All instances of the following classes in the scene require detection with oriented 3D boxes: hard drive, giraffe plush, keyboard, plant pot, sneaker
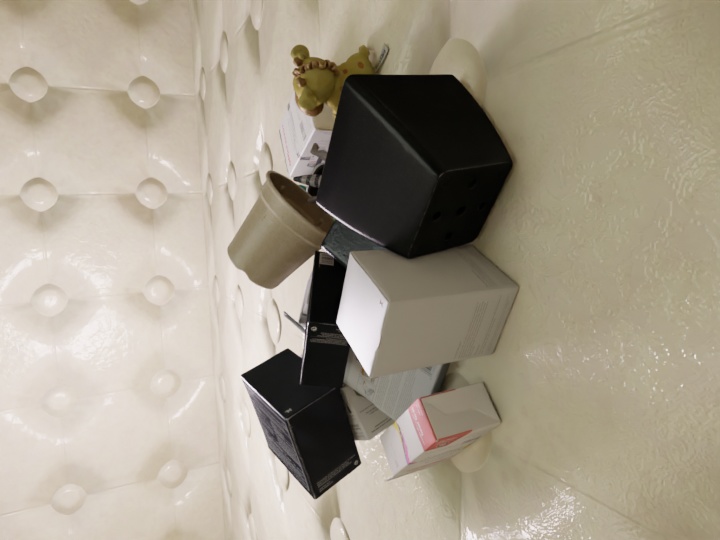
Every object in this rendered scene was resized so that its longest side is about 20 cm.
[{"bbox_3d":[0.036,-0.044,0.849,0.200,0.033,0.140,39,105,30],"label":"hard drive"},{"bbox_3d":[-0.053,-0.331,0.963,0.173,0.161,0.201,61,146,40],"label":"giraffe plush"},{"bbox_3d":[-0.094,0.159,1.150,0.200,0.011,0.056,43,167,-12],"label":"keyboard"},{"bbox_3d":[0.081,-0.132,0.709,0.178,0.199,0.200,51,139,33],"label":"plant pot"},{"bbox_3d":[-0.171,-0.071,1.076,0.184,0.200,0.201,-46,45,14],"label":"plant pot"},{"bbox_3d":[-0.120,-0.183,1.230,0.121,0.083,0.201,49,138,37],"label":"sneaker"}]

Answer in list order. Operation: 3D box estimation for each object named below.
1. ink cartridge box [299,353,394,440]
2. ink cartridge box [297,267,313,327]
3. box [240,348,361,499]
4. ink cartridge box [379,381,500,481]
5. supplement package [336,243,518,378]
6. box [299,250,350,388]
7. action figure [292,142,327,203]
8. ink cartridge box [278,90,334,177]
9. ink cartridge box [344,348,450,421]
[{"bbox_3d":[-0.028,0.229,1.037,0.201,0.084,0.146,61,151,4],"label":"ink cartridge box"},{"bbox_3d":[-0.083,0.046,1.126,0.200,0.066,0.117,121,162,-64],"label":"ink cartridge box"},{"bbox_3d":[-0.116,0.290,1.015,0.199,0.123,0.200,22,134,51],"label":"box"},{"bbox_3d":[0.107,0.250,0.790,0.068,0.116,0.200,68,148,30],"label":"ink cartridge box"},{"bbox_3d":[0.086,0.047,0.704,0.120,0.198,0.122,52,138,47],"label":"supplement package"},{"bbox_3d":[-0.057,0.081,0.909,0.201,0.078,0.142,-92,13,-54],"label":"box"},{"bbox_3d":[-0.026,-0.128,0.963,0.192,0.104,0.202,22,109,30],"label":"action figure"},{"bbox_3d":[-0.113,-0.323,1.181,0.200,0.084,0.147,-41,58,57],"label":"ink cartridge box"},{"bbox_3d":[0.057,0.154,0.877,0.173,0.043,0.201,32,127,26],"label":"ink cartridge box"}]
